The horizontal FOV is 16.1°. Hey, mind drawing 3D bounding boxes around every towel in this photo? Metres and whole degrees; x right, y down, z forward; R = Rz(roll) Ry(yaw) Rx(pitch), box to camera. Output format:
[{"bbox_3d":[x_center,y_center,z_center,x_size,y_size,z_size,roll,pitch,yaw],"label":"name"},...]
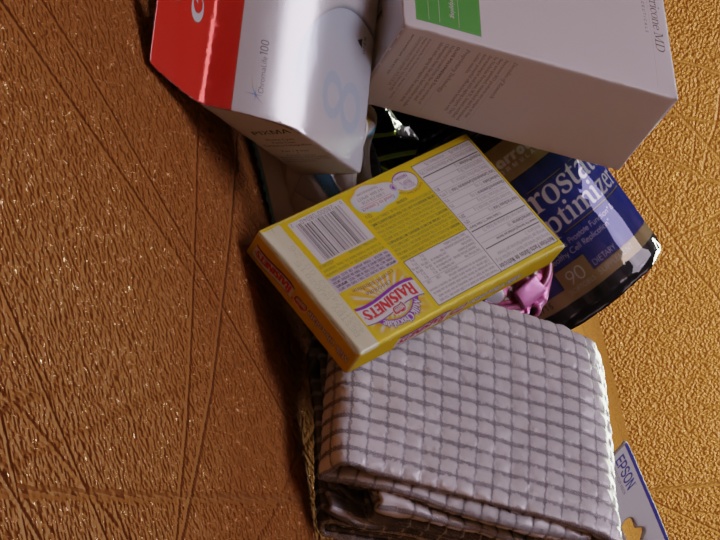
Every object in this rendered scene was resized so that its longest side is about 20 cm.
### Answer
[{"bbox_3d":[0.059,0.105,1.591,0.086,0.199,0.166,124,-25,-46],"label":"towel"}]

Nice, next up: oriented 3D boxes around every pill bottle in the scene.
[{"bbox_3d":[0.107,-0.062,1.744,0.200,0.112,0.112,53,13,-6],"label":"pill bottle"}]

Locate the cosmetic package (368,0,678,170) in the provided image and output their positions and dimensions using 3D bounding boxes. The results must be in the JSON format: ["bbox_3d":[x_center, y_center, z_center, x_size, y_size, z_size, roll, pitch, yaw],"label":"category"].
[{"bbox_3d":[0.098,-0.150,1.658,0.085,0.199,0.108,126,-32,-47],"label":"cosmetic package"}]

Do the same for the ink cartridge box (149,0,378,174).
[{"bbox_3d":[-0.052,-0.164,1.525,0.200,0.047,0.161,35,58,-60],"label":"ink cartridge box"}]

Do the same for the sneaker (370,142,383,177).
[{"bbox_3d":[0.000,0.000,1.722,0.082,0.070,0.201,75,9,-67],"label":"sneaker"}]

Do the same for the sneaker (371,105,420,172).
[{"bbox_3d":[-0.006,-0.117,1.799,0.200,0.075,0.077,30,36,-53],"label":"sneaker"}]

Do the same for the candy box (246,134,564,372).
[{"bbox_3d":[0.031,-0.014,1.594,0.200,0.026,0.102,-26,72,-41],"label":"candy box"}]

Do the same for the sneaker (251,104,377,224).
[{"bbox_3d":[-0.035,-0.108,1.652,0.077,0.080,0.201,-61,133,-74],"label":"sneaker"}]

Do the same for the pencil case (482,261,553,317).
[{"bbox_3d":[0.063,0.045,1.724,0.200,0.082,0.087,117,-17,-52],"label":"pencil case"}]

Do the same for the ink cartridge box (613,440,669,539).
[{"bbox_3d":[0.131,0.232,1.785,0.043,0.200,0.197,32,-20,37],"label":"ink cartridge box"}]
